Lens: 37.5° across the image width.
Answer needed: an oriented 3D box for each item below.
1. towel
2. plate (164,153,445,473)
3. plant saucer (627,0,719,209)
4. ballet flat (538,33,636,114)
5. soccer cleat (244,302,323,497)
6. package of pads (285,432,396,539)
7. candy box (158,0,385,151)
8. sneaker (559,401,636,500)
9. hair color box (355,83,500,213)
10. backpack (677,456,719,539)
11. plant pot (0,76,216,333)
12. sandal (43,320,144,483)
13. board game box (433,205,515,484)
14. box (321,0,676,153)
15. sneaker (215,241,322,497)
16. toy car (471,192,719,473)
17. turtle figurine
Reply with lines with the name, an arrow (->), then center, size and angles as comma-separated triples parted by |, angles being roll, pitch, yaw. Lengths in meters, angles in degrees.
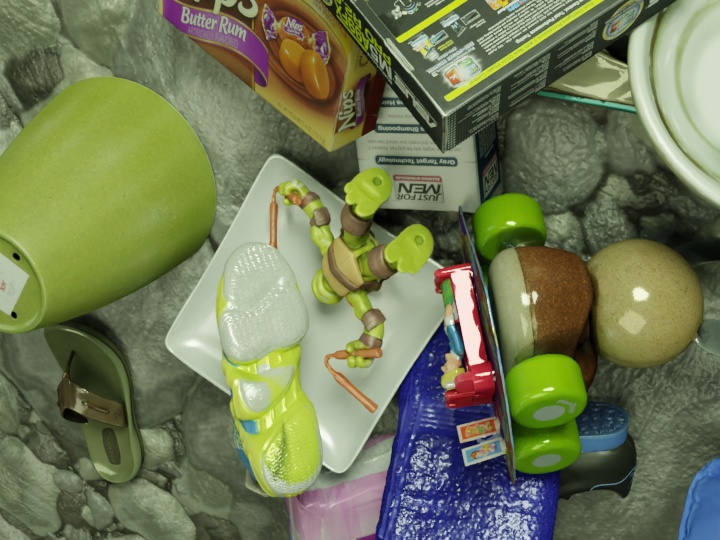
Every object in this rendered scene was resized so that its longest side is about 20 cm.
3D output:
towel -> 0.090, 0.141, 0.858 | 0.145, 0.203, 0.050 | 2, 156, 21
plate -> -0.042, 0.037, 0.908 | 0.199, 0.032, 0.201 | 34, 102, 8
plant saucer -> 0.261, -0.116, 0.673 | 0.198, 0.202, 0.050 | 28, 165, 5
ballet flat -> 0.216, -0.128, 0.732 | 0.197, 0.070, 0.070 | 19, 123, 13
soccer cleat -> -0.064, 0.122, 0.968 | 0.069, 0.087, 0.203 | 20, 123, 11
package of pads -> -0.005, 0.260, 1.002 | 0.118, 0.076, 0.203 | -12, 120, -15
candy box -> -0.062, -0.193, 0.762 | 0.199, 0.056, 0.118 | 40, 138, 23
sneaker -> 0.138, 0.161, 0.917 | 0.197, 0.070, 0.079 | -2, 117, 25
hair color box -> 0.044, -0.148, 0.789 | 0.098, 0.061, 0.203 | 4, 119, 23
backpack -> 0.340, 0.218, 0.802 | 0.197, 0.164, 0.169 | 7, 138, 30
plant pot -> -0.247, -0.038, 0.886 | 0.184, 0.200, 0.190 | 10, 121, 17
sandal -> -0.271, 0.140, 1.082 | 0.078, 0.057, 0.204 | -2, 117, 23
board game box -> 0.072, 0.053, 0.764 | 0.038, 0.201, 0.160 | -11, 119, 2
box -> 0.084, -0.190, 0.650 | 0.161, 0.199, 0.044 | 52, 170, 20
sneaker -> -0.085, 0.084, 0.861 | 0.105, 0.074, 0.204 | 143, 121, -64
toy car -> 0.192, 0.035, 0.778 | 0.196, 0.167, 0.159 | -9, 147, 3
turtle figurine -> 0.000, 0.000, 0.823 | 0.203, 0.064, 0.161 | 67, 151, 11
